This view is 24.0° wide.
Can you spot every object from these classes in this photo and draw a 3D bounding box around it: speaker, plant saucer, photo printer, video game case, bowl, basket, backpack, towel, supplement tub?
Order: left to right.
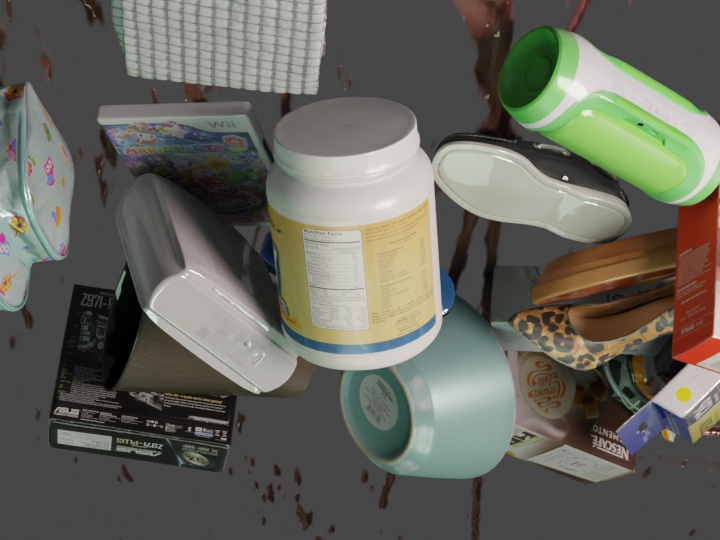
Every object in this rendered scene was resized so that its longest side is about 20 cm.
[{"bbox_3d":[-0.334,-0.061,1.479,0.151,0.202,0.176,1,153,9],"label":"backpack"},{"bbox_3d":[-0.144,0.004,1.548,0.069,0.201,0.166,-42,126,12],"label":"photo printer"},{"bbox_3d":[-0.146,-0.096,1.575,0.141,0.018,0.200,0,153,13],"label":"video game case"},{"bbox_3d":[-0.152,0.064,1.771,0.198,0.137,0.181,12,131,-21],"label":"basket"},{"bbox_3d":[-0.102,-0.215,1.257,0.164,0.086,0.200,8,155,0],"label":"towel"},{"bbox_3d":[-0.005,-0.032,1.450,0.143,0.145,0.202,1,119,11],"label":"supplement tub"},{"bbox_3d":[0.052,0.129,1.722,0.104,0.203,0.200,-16,172,-39],"label":"bowl"},{"bbox_3d":[0.207,-0.123,1.367,0.199,0.089,0.088,24,149,-32],"label":"speaker"},{"bbox_3d":[0.252,-0.008,1.567,0.198,0.038,0.200,-12,175,-1],"label":"plant saucer"}]

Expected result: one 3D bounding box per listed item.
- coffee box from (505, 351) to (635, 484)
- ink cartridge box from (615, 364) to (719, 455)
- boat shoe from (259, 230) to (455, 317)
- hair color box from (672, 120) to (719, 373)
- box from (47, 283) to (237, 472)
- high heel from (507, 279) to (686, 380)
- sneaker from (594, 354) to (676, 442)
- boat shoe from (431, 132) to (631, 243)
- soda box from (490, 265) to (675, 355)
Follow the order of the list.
[{"bbox_3d":[0.212,0.154,1.889,0.199,0.116,0.079,24,149,-31],"label":"coffee box"},{"bbox_3d":[0.347,0.118,1.685,0.047,0.200,0.198,45,-179,18],"label":"ink cartridge box"},{"bbox_3d":[0.000,0.000,1.689,0.198,0.085,0.069,22,162,6],"label":"boat shoe"},{"bbox_3d":[0.327,-0.013,1.428,0.110,0.202,0.064,17,153,-21],"label":"hair color box"},{"bbox_3d":[-0.233,0.119,1.860,0.198,0.166,0.086,8,154,-7],"label":"box"},{"bbox_3d":[0.249,0.029,1.595,0.198,0.072,0.143,12,131,-17],"label":"high heel"},{"bbox_3d":[0.312,0.125,1.867,0.076,0.079,0.200,8,154,28],"label":"sneaker"},{"bbox_3d":[0.147,-0.081,1.491,0.198,0.061,0.076,22,130,-25],"label":"boat shoe"},{"bbox_3d":[0.231,0.040,1.705,0.197,0.069,0.064,2,151,9],"label":"soda box"}]
